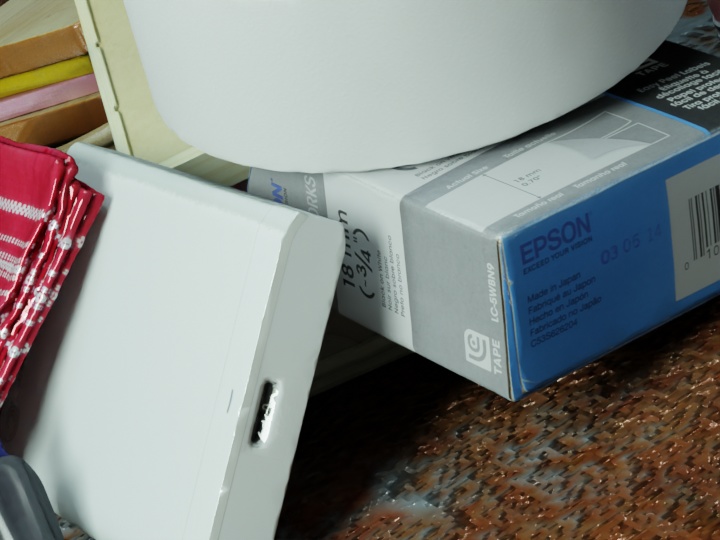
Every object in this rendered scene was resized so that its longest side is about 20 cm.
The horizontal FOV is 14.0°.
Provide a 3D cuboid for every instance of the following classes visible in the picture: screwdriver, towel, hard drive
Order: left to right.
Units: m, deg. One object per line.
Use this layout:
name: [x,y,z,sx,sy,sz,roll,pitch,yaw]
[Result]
towel: [-0.168,0.041,1.115,0.201,0.022,0.144,-64,25,-2]
screwdriver: [-0.145,0.038,1.044,0.028,0.201,0.029,-20,-26,-16]
hard drive: [-0.073,0.032,1.035,0.026,0.133,0.200,13,3,-28]

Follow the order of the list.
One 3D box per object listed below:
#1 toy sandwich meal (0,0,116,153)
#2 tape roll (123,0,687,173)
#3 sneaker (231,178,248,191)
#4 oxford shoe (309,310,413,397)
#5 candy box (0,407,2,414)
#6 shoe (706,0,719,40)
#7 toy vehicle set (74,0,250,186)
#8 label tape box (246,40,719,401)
toy sandwich meal: [-0.089,-0.112,1.264,0.204,0.070,0.205,-33,14,9]
tape roll: [0.014,-0.117,1.027,0.201,0.071,0.203,-12,31,7]
sneaker: [-0.002,-0.065,1.227,0.104,0.076,0.200,-25,16,21]
oxford shoe: [0.000,0.000,1.099,0.199,0.058,0.075,-25,18,1]
candy box: [-0.140,-0.003,1.280,0.200,0.056,0.115,-39,22,-30]
shoe: [0.210,-0.174,1.204,0.200,0.091,0.071,-36,22,-23]
toy vehicle set: [-0.013,-0.114,1.150,0.199,0.027,0.125,-25,54,10]
label tape box: [0.041,-0.037,1.032,0.144,0.064,0.200,-25,31,-30]
